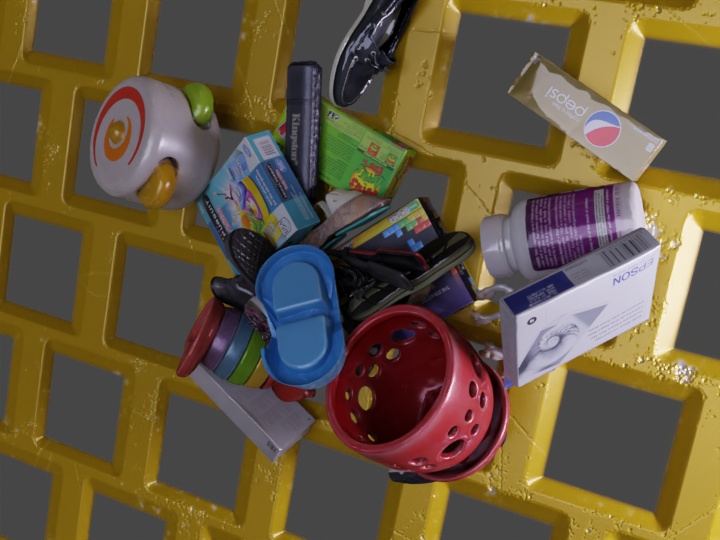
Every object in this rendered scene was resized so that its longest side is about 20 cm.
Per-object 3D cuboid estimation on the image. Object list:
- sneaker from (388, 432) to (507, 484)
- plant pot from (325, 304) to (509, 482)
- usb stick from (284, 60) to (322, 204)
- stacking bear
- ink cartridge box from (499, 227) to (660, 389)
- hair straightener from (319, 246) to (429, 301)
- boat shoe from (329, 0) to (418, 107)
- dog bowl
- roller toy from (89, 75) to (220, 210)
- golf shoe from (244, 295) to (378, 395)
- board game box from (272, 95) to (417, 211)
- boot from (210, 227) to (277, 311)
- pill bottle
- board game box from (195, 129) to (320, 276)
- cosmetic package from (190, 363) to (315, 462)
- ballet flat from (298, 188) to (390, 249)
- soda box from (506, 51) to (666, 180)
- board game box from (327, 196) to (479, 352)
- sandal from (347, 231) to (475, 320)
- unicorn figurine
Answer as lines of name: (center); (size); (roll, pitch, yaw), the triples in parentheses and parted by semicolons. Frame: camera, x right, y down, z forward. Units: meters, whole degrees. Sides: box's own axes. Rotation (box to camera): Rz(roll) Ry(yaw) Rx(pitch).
sneaker: (0.123, 0.241, 1.229); (0.199, 0.072, 0.083); (-31, 55, 23)
plant pot: (0.081, 0.169, 1.123); (0.200, 0.182, 0.201); (-20, 53, 29)
usb stick: (-0.083, -0.196, 1.223); (0.055, 0.033, 0.201); (7, 99, 26)
stacking bear: (-0.154, 0.130, 1.273); (0.199, 0.122, 0.114); (27, 112, -14)
ink cartridge box: (0.262, 0.063, 1.036); (0.199, 0.201, 0.041); (-26, 51, -9)
hair straightener: (0.000, 0.000, 1.150); (0.199, 0.041, 0.077); (14, 59, 46)
boat shoe: (0.024, -0.313, 1.196); (0.066, 0.074, 0.200); (33, 98, 29)
dog bowl: (-0.075, 0.064, 1.131); (0.111, 0.050, 0.201); (-15, 62, 10)
roller toy: (-0.315, -0.188, 1.286); (0.182, 0.139, 0.201); (5, 84, 43)
golf shoe: (-0.070, 0.089, 1.210); (0.199, 0.073, 0.092); (33, 67, 1)
board game box: (-0.028, -0.177, 1.246); (0.199, 0.048, 0.102); (33, 108, 17)
boot: (-0.168, 0.014, 1.236); (0.131, 0.200, 0.070); (-6, 55, 29)
pill bottle: (0.261, -0.045, 1.103); (0.199, 0.112, 0.113); (-8, 92, 23)
board game box: (-0.157, -0.087, 1.261); (0.200, 0.047, 0.152); (-38, 79, 50)
cosmetic package: (-0.171, 0.194, 1.321); (0.200, 0.082, 0.051); (43, 139, 14)
ballet flat: (-0.035, -0.075, 1.215); (0.200, 0.068, 0.067); (-33, 85, 47)
soda box: (0.289, -0.198, 1.100); (0.200, 0.068, 0.064); (39, 109, 15)
board game box: (0.048, 0.015, 1.230); (0.199, 0.057, 0.166); (-32, 82, 22)
sandal: (0.071, 0.019, 1.154); (0.200, 0.080, 0.057); (-27, 122, 15)
unicorn figurine: (0.218, 0.067, 1.134); (0.137, 0.074, 0.200); (-2, 139, 25)
